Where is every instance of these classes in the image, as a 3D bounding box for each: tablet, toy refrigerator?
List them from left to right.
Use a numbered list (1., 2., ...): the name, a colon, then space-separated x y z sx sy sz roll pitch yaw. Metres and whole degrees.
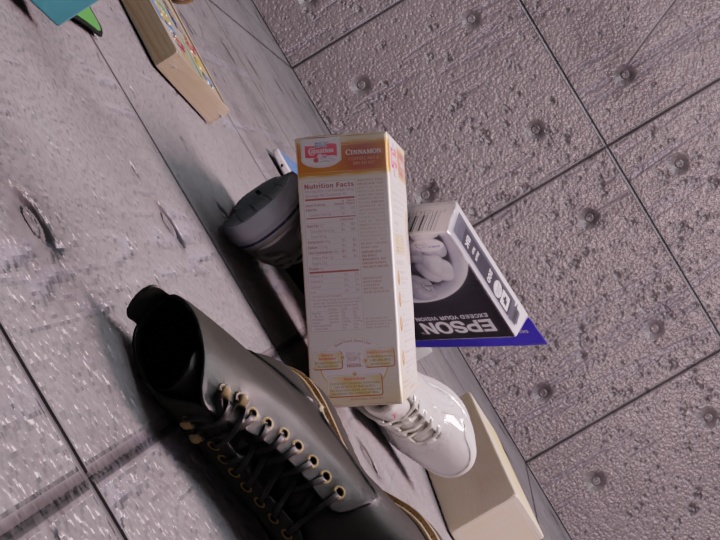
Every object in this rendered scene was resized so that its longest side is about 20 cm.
1. tablet: -0.061 -0.087 1.760 0.130 0.014 0.200 60 4 7
2. toy refrigerator: 0.118 0.216 1.414 0.070 0.076 0.200 57 5 -25

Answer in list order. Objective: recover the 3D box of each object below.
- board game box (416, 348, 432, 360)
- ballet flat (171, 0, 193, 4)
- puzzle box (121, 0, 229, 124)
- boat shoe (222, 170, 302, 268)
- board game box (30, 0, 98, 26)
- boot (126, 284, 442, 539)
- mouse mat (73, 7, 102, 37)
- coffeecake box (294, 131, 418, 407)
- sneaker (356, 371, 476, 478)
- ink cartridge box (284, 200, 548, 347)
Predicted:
1. board game box: 0.003 0.009 1.558 0.148 0.064 0.200 56 7 -27
2. ballet flat: -0.230 -0.366 1.537 0.200 0.068 0.072 57 -15 15
3. puzzle box: -0.195 -0.244 1.307 0.200 0.025 0.133 61 5 23
4. boat shoe: -0.062 -0.037 1.116 0.067 0.073 0.200 53 5 -8
5. board game box: -0.237 -0.257 0.812 0.151 0.047 0.200 63 9 29
6. boot: -0.038 0.103 0.651 0.200 0.077 0.138 47 0 39
7. mouse mat: -0.245 -0.247 0.951 0.161 0.008 0.200 60 6 6
8. coffeecake box: 0.000 0.000 1.078 0.154 0.073 0.201 5 82 -83
9. sneaker: 0.032 0.120 1.223 0.200 0.078 0.099 49 14 -15
10. ink cartridge box: 0.043 0.023 1.253 0.200 0.198 0.043 53 47 -37
